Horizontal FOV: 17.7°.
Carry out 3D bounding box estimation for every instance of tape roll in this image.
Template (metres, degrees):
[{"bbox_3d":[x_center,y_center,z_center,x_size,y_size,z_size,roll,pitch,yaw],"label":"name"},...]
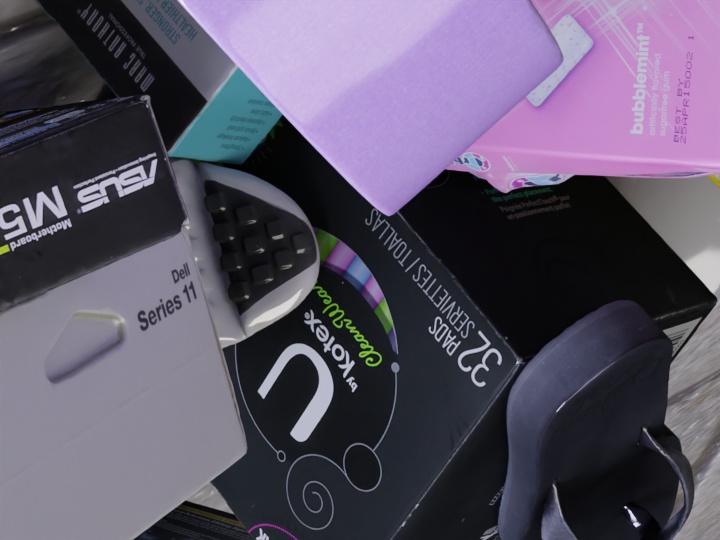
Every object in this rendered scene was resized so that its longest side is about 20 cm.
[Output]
[{"bbox_3d":[-0.035,-0.109,0.617,0.066,0.200,0.200,-42,157,4],"label":"tape roll"}]

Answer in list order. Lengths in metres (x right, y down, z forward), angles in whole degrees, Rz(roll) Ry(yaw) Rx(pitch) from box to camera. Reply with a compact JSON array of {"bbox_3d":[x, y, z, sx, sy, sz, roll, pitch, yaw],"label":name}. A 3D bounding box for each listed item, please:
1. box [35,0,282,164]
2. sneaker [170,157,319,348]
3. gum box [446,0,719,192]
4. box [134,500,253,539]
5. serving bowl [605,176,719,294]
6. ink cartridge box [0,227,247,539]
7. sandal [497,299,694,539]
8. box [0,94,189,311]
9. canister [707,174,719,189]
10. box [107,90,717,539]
[{"bbox_3d":[-0.015,-0.134,0.753,0.200,0.082,0.049,-49,156,20],"label":"box"},{"bbox_3d":[-0.105,0.006,0.823,0.200,0.075,0.081,-11,175,19],"label":"sneaker"},{"bbox_3d":[0.089,-0.123,0.763,0.066,0.113,0.200,1,94,-57],"label":"gum box"},{"bbox_3d":[-0.130,0.135,0.939,0.161,0.200,0.049,-21,111,-42],"label":"box"},{"bbox_3d":[0.076,-0.048,0.946,0.066,0.200,0.200,25,116,-32],"label":"serving bowl"},{"bbox_3d":[-0.156,0.056,0.711,0.200,0.083,0.147,-11,-168,30],"label":"ink cartridge box"},{"bbox_3d":[0.086,0.076,0.820,0.076,0.043,0.200,-38,157,-6],"label":"sandal"},{"bbox_3d":[-0.180,0.005,0.659,0.200,0.048,0.193,-25,-168,-33],"label":"box"},{"bbox_3d":[0.136,-0.125,0.847,0.149,0.200,0.087,-37,156,-7],"label":"canister"},{"bbox_3d":[0.000,0.000,0.865,0.124,0.200,0.149,-13,144,-48],"label":"box"}]
